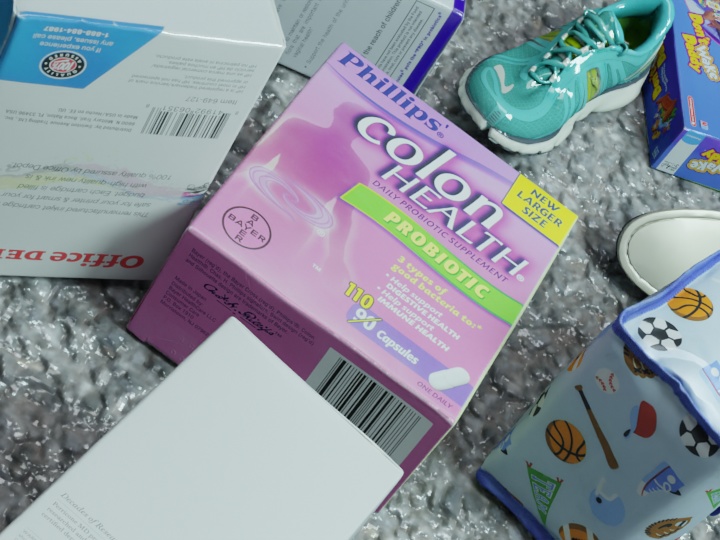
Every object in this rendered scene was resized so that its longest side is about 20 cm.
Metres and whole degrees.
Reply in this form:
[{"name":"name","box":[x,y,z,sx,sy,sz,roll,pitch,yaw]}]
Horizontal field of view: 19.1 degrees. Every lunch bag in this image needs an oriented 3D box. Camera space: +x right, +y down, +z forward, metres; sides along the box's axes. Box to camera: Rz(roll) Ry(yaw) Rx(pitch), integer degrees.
[{"name":"lunch bag","box":[0.193,0.072,1.218,0.124,0.170,0.200,49,45,9]}]

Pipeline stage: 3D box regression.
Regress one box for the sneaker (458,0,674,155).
[{"name":"sneaker","box":[0.138,-0.140,1.422,0.078,0.080,0.200,48,46,11]}]

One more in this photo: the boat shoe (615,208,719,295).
[{"name":"boat shoe","box":[0.250,-0.001,1.409,0.199,0.073,0.063,9,7,-19]}]

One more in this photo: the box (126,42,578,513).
[{"name":"box","box":[0.000,0.000,1.210,0.175,0.097,0.200,37,44,0]}]

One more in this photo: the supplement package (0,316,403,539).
[{"name":"supplement package","box":[-0.093,0.141,1.018,0.120,0.121,0.200,41,45,4]}]

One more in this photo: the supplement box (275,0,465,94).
[{"name":"supplement box","box":[-0.038,-0.198,1.346,0.199,0.104,0.102,21,47,-13]}]

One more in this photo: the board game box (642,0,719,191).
[{"name":"board game box","box":[0.267,-0.141,1.527,0.134,0.045,0.201,18,47,-19]}]

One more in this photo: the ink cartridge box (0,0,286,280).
[{"name":"ink cartridge box","box":[-0.155,-0.110,1.131,0.146,0.200,0.145,4,51,-29]}]
